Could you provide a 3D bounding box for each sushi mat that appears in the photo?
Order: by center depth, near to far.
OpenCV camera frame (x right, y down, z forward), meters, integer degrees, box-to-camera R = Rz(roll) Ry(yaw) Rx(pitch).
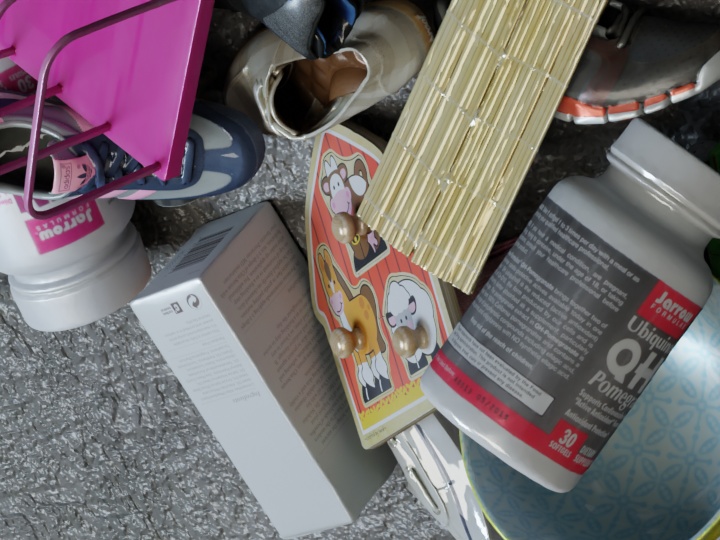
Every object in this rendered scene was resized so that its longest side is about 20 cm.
[{"bbox_3d":[0.068,-0.092,1.444,0.095,0.012,0.201,36,115,27],"label":"sushi mat"}]

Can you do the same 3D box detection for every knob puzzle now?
[{"bbox_3d":[0.000,0.000,1.568,0.220,0.030,0.221,41,137,53],"label":"knob puzzle"}]

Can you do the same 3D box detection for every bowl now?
[{"bbox_3d":[0.169,0.094,1.506,0.199,0.202,0.108,1,167,29],"label":"bowl"}]

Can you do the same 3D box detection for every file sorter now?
[{"bbox_3d":[-0.205,-0.145,1.463,0.200,0.125,0.140,38,132,28],"label":"file sorter"}]

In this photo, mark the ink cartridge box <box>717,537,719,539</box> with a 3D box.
[{"bbox_3d":[0.227,0.219,1.632,0.199,0.068,0.115,-24,108,40],"label":"ink cartridge box"}]

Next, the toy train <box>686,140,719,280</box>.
[{"bbox_3d":[0.235,0.005,1.496,0.056,0.042,0.201,7,126,39],"label":"toy train"}]

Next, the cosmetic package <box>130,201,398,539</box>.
[{"bbox_3d":[-0.057,0.068,1.669,0.071,0.102,0.201,-18,111,39],"label":"cosmetic package"}]

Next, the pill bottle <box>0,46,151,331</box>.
[{"bbox_3d":[-0.217,-0.068,1.657,0.113,0.113,0.201,-4,120,32],"label":"pill bottle"}]

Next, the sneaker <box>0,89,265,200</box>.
[{"bbox_3d":[-0.159,-0.067,1.549,0.198,0.082,0.071,1,114,0],"label":"sneaker"}]

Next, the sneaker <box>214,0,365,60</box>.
[{"bbox_3d":[-0.058,-0.164,1.474,0.112,0.073,0.200,46,167,-3],"label":"sneaker"}]

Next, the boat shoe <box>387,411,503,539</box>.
[{"bbox_3d":[0.061,0.134,1.669,0.065,0.072,0.201,-17,112,42],"label":"boat shoe"}]

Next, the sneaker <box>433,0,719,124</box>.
[{"bbox_3d":[0.122,-0.135,1.440,0.199,0.077,0.082,-1,115,30],"label":"sneaker"}]

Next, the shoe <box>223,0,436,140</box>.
[{"bbox_3d":[-0.033,-0.120,1.530,0.199,0.053,0.070,-17,112,54],"label":"shoe"}]

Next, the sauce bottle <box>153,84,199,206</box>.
[{"bbox_3d":[-0.140,-0.136,1.596,0.064,0.065,0.201,3,122,28],"label":"sauce bottle"}]

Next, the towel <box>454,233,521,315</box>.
[{"bbox_3d":[0.136,0.066,1.609,0.144,0.023,0.201,-23,108,40],"label":"towel"}]

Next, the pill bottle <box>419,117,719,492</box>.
[{"bbox_3d":[0.131,0.017,1.420,0.110,0.111,0.201,35,95,3],"label":"pill bottle"}]
